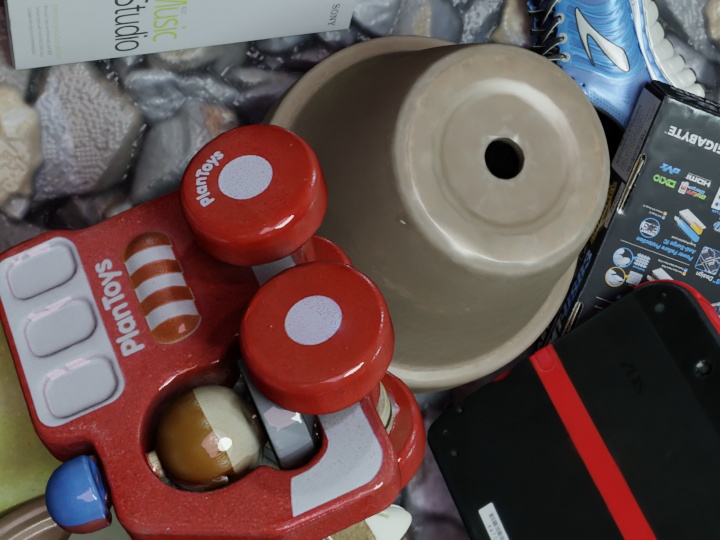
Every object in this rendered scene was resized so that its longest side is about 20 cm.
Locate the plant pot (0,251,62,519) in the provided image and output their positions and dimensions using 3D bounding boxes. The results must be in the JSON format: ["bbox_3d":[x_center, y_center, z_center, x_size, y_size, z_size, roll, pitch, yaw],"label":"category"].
[{"bbox_3d":[-0.237,0.060,0.807,0.182,0.200,0.203,1,88,-24],"label":"plant pot"}]

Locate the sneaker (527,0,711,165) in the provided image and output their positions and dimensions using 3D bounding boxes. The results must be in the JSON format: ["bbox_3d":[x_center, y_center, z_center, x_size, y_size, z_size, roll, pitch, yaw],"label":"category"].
[{"bbox_3d":[0.129,-0.134,0.933,0.089,0.079,0.201,-32,95,-13],"label":"sneaker"}]

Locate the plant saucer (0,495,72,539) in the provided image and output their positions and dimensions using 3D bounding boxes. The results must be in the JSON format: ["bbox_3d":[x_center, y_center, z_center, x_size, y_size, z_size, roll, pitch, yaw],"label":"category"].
[{"bbox_3d":[-0.142,0.200,0.835,0.198,0.029,0.202,-15,123,-24],"label":"plant saucer"}]

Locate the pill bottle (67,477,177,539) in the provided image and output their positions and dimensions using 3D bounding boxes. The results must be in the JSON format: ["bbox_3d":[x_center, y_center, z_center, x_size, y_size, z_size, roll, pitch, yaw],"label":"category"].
[{"bbox_3d":[-0.051,0.186,0.772,0.200,0.113,0.113,45,80,-19],"label":"pill bottle"}]

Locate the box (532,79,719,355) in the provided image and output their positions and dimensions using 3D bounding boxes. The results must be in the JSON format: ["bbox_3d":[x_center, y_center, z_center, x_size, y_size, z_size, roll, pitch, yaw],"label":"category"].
[{"bbox_3d":[0.221,0.017,0.929,0.198,0.050,0.200,18,108,-9],"label":"box"}]

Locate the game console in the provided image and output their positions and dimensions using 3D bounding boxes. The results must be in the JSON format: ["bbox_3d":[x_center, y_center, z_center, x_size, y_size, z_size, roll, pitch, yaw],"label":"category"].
[{"bbox_3d":[0.139,0.112,0.837,0.176,0.201,0.031,-35,136,11],"label":"game console"}]

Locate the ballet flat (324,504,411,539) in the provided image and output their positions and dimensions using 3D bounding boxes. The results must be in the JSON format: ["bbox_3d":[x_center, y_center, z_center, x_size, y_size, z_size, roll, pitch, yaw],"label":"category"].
[{"bbox_3d":[0.016,0.179,0.890,0.072,0.068,0.201,-40,94,-28],"label":"ballet flat"}]

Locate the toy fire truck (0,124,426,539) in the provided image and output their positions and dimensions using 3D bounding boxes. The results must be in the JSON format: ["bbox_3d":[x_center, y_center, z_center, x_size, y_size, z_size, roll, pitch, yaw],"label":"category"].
[{"bbox_3d":[-0.071,0.043,0.718,0.167,0.112,0.201,-23,55,-3],"label":"toy fire truck"}]

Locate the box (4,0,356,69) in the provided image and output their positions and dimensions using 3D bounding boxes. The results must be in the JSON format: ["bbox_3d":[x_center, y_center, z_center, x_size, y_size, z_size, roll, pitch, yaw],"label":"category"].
[{"bbox_3d":[-0.093,-0.165,0.853,0.198,0.144,0.037,-10,72,-12],"label":"box"}]

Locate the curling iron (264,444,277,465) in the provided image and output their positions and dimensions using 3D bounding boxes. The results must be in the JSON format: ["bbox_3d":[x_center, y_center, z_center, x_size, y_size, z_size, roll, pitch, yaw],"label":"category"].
[{"bbox_3d":[-0.079,0.067,0.909,0.199,0.026,0.050,30,78,-9],"label":"curling iron"}]

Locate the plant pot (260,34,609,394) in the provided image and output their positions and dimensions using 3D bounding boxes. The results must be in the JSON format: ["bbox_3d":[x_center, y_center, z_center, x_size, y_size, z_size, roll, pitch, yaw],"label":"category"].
[{"bbox_3d":[0.048,-0.043,0.840,0.198,0.175,0.203,3,80,-16],"label":"plant pot"}]

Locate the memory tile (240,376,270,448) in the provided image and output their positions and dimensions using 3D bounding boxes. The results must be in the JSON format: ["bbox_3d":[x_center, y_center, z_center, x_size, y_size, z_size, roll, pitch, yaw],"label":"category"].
[{"bbox_3d":[0.000,0.000,0.919,0.199,0.017,0.154,-31,91,-18],"label":"memory tile"}]
